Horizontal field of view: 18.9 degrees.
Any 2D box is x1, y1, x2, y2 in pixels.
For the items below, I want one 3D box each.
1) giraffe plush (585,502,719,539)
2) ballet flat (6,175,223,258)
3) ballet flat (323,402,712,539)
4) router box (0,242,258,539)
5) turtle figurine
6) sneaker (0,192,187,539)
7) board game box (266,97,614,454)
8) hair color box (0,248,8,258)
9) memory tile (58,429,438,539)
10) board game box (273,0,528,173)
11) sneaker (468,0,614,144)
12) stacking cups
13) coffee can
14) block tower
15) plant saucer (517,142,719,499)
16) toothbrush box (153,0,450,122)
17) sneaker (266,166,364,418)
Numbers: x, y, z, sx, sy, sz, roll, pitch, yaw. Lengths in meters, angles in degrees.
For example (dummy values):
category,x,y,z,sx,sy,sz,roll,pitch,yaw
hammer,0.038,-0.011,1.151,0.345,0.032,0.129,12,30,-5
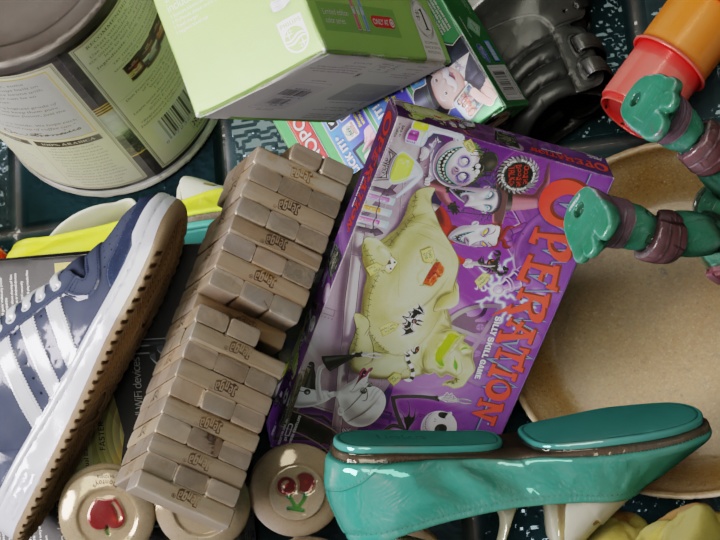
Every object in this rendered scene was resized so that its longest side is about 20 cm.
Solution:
category,x,y,z,sx,sy,sz,roll,pitch,yaw
giraffe plush,0.150,0.226,1.063,0.173,0.200,0.162,-34,102,-13
ballet flat,-0.113,-0.018,1.237,0.200,0.067,0.067,-16,49,9
ballet flat,0.081,0.111,1.108,0.200,0.067,0.070,-5,102,-7
router box,-0.142,0.089,1.181,0.157,0.052,0.200,-4,90,11
turtle figurine,0.207,-0.017,1.090,0.200,0.101,0.150,22,82,-23
sneaker,-0.175,0.032,1.124,0.108,0.070,0.200,29,99,7
board game box,0.038,0.018,1.122,0.120,0.032,0.200,12,116,-18
hair color box,-0.307,0.033,1.259,0.102,0.061,0.200,40,85,19
memory tile,-0.052,0.167,1.133,0.200,0.017,0.153,-7,97,-5
board game box,-0.008,-0.138,1.221,0.135,0.029,0.200,-37,75,32
sneaker,0.121,-0.149,1.224,0.099,0.071,0.200,39,90,21
stacking cups,0.202,-0.163,1.203,0.061,0.061,0.200,35,77,20
coffee can,-0.169,-0.141,1.211,0.146,0.200,0.146,-4,72,11
block tower,-0.066,0.032,1.107,0.054,0.058,0.200,24,68,-14
plant saucer,0.176,0.028,1.171,0.200,0.035,0.200,-3,72,11
toothbrush box,-0.050,-0.184,1.136,0.086,0.146,0.200,-24,82,26
sneaker,0.000,0.000,1.181,0.200,0.074,0.081,-52,53,18
